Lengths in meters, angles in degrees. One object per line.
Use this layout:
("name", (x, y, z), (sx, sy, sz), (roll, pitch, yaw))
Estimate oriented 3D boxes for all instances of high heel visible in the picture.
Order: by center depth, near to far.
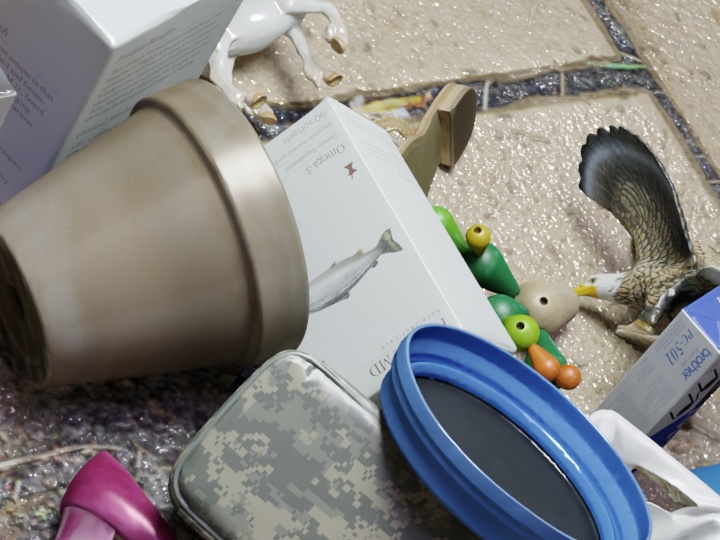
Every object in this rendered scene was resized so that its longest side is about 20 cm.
("high heel", (-0.101, 0.190, 1.518), (0.199, 0.067, 0.096), (21, 55, 3))

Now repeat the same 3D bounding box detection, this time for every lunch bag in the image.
("lunch bag", (-0.024, 0.153, 1.535), (0.200, 0.168, 0.139), (40, 81, 2))

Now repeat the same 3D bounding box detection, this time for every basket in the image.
("basket", (0.148, 0.216, 1.605), (0.135, 0.123, 0.200), (39, 45, 2))

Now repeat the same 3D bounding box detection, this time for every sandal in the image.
("sandal", (0.023, -0.087, 1.838), (0.069, 0.078, 0.212), (11, 33, 20))

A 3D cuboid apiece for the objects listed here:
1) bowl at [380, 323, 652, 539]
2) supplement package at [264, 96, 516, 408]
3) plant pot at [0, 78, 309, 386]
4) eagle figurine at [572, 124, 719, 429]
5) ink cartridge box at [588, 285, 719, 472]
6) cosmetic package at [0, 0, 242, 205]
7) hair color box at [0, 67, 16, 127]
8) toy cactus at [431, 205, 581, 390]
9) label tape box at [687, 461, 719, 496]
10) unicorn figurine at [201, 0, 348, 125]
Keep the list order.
("bowl", (0.096, 0.117, 1.494), (0.200, 0.039, 0.201), (34, 22, -15))
("supplement package", (0.000, 0.000, 1.664), (0.200, 0.117, 0.117), (59, 13, 19))
("plant pot", (-0.156, -0.006, 1.581), (0.173, 0.200, 0.200), (-22, 67, -22))
("eagle figurine", (0.234, -0.007, 1.836), (0.150, 0.152, 0.201), (13, 51, -3))
("ink cartridge box", (0.220, 0.085, 1.701), (0.094, 0.200, 0.044), (-27, 71, -42))
("cosmetic package", (-0.208, -0.177, 1.661), (0.166, 0.200, 0.167), (45, 44, 9))
("hair color box", (-0.306, -0.063, 1.506), (0.109, 0.200, 0.065), (-14, 63, -38))
("toy cactus", (0.111, 0.042, 1.767), (0.200, 0.102, 0.165), (50, 27, 17))
("label tape box", (0.329, 0.205, 1.766), (0.199, 0.063, 0.145), (-10, 60, -36))
("unicorn figurine", (-0.074, -0.187, 1.836), (0.199, 0.074, 0.137), (-22, 57, -35))
